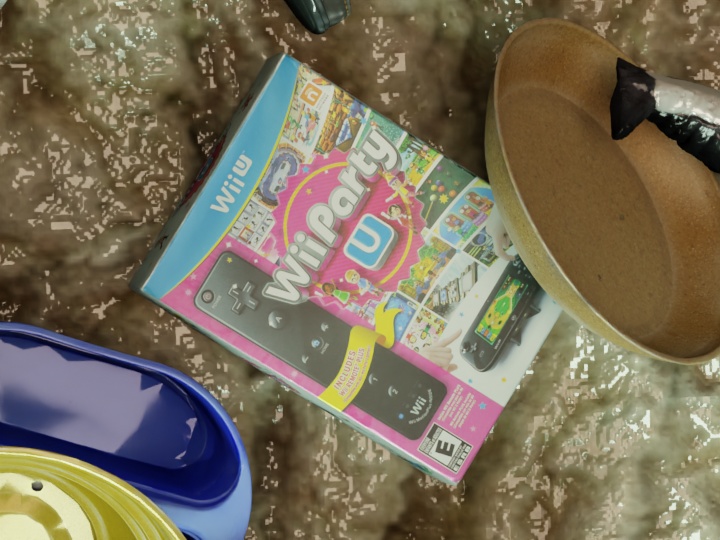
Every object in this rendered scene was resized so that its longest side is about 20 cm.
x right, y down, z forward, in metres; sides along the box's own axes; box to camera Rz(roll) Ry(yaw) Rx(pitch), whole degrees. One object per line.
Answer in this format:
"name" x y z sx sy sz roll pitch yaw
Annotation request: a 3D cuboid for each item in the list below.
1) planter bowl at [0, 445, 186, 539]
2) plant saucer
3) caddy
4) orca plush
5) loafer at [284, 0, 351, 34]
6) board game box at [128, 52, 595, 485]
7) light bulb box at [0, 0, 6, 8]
"planter bowl" -0.171 0.153 1.185 0.200 0.084 0.201 -2 116 -4
"plant saucer" 0.126 -0.036 1.293 0.035 0.200 0.200 -31 100 35
"caddy" -0.156 0.104 1.265 0.199 0.105 0.142 16 89 -10
"orca plush" 0.221 -0.048 1.329 0.199 0.105 0.071 12 110 -22
"loafer" -0.035 -0.225 1.289 0.072 0.073 0.201 -19 97 -13
"board game box" 0.000 0.000 1.310 0.200 0.064 0.148 32 86 -10
"light bulb box" -0.246 -0.217 1.186 0.124 0.198 0.201 -13 94 -11
